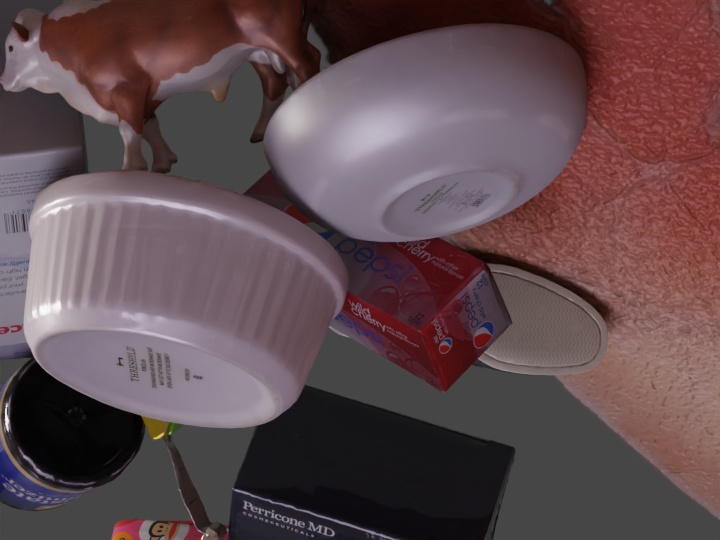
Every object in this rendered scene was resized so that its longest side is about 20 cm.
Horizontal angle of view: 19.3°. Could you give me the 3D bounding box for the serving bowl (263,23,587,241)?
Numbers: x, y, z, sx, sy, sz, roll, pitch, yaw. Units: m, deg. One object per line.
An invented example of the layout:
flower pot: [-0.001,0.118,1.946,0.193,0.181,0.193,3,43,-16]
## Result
serving bowl: [0.046,-0.068,1.270,0.200,0.066,0.200,-13,158,-5]

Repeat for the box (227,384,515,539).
box: [0.002,0.207,1.665,0.196,0.118,0.200,16,141,7]

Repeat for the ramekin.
ramekin: [-0.113,0.025,1.300,0.202,0.094,0.202,10,158,4]

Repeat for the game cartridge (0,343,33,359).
game cartridge: [-0.325,-0.001,1.636,0.133,0.041,0.200,-1,137,32]

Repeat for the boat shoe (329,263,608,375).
boat shoe: [0.073,0.029,1.471,0.200,0.072,0.068,10,178,4]

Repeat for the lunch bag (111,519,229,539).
lunch bag: [-0.128,0.300,1.877,0.176,0.082,0.200,3,141,16]

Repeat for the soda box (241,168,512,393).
soda box: [0.000,0.000,1.384,0.200,0.070,0.063,28,153,40]

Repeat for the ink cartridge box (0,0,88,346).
ink cartridge box: [-0.256,-0.060,1.403,0.145,0.145,0.200,-7,142,-11]

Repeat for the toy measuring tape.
toy measuring tape: [-0.126,0.106,1.602,0.074,0.074,0.200,-22,92,42]

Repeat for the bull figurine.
bull figurine: [-0.118,-0.124,1.284,0.200,0.122,0.065,-19,180,-1]

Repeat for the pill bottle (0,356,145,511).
pill bottle: [-0.249,0.130,1.676,0.112,0.112,0.200,31,157,-12]
